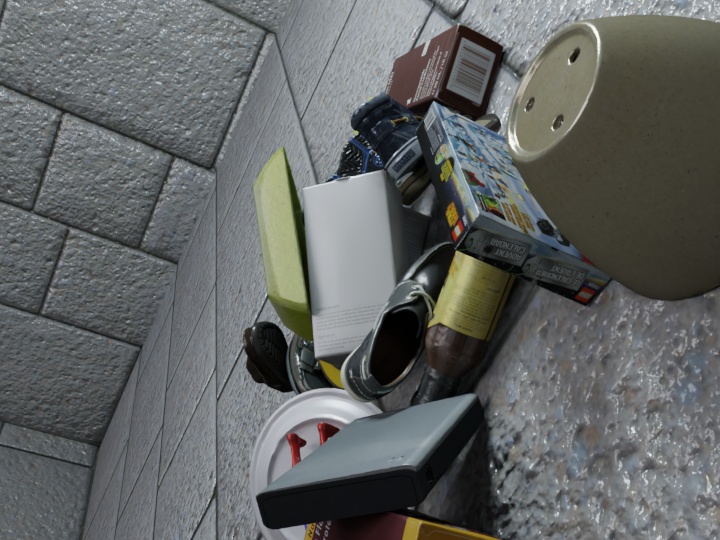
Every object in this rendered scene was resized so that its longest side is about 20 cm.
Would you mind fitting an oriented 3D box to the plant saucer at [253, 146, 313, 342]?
[{"bbox_3d":[-0.091,-0.019,0.966,0.200,0.047,0.203,82,178,-73],"label":"plant saucer"}]

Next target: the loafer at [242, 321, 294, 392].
[{"bbox_3d":[-0.136,0.138,1.134,0.201,0.070,0.074,66,-164,-59],"label":"loafer"}]

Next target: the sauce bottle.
[{"bbox_3d":[0.100,0.048,0.757,0.203,0.064,0.065,-69,20,7],"label":"sauce bottle"}]

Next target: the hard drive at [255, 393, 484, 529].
[{"bbox_3d":[0.018,0.157,0.664,0.138,0.200,0.033,-17,89,22],"label":"hard drive"}]

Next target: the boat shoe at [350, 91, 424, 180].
[{"bbox_3d":[0.052,-0.170,0.943,0.071,0.091,0.200,-41,-2,18],"label":"boat shoe"}]

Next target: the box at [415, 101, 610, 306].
[{"bbox_3d":[0.128,-0.065,0.689,0.040,0.135,0.201,-57,23,29],"label":"box"}]

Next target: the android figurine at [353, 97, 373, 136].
[{"bbox_3d":[0.005,-0.162,1.170,0.183,0.040,0.203,98,180,-68],"label":"android figurine"}]

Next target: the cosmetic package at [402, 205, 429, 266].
[{"bbox_3d":[0.019,-0.026,1.058,0.199,0.050,0.084,-18,54,65],"label":"cosmetic package"}]

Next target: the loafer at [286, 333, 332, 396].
[{"bbox_3d":[-0.064,0.104,1.128,0.063,0.071,0.201,-50,26,30],"label":"loafer"}]

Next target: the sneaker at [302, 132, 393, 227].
[{"bbox_3d":[-0.001,-0.121,1.049,0.200,0.076,0.077,-46,-18,-5],"label":"sneaker"}]

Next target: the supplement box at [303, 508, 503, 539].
[{"bbox_3d":[0.033,0.293,0.608,0.199,0.131,0.200,-18,55,64],"label":"supplement box"}]

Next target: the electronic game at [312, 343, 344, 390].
[{"bbox_3d":[-0.022,0.058,1.015,0.199,0.041,0.204,10,101,62],"label":"electronic game"}]

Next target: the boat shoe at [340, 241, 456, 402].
[{"bbox_3d":[0.058,0.048,0.799,0.201,0.072,0.068,-52,0,-24],"label":"boat shoe"}]

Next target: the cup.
[{"bbox_3d":[0.189,-0.098,0.554,0.201,0.141,0.202,-52,26,39],"label":"cup"}]

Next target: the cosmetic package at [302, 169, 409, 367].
[{"bbox_3d":[0.000,0.000,0.895,0.085,0.106,0.204,36,-132,-67],"label":"cosmetic package"}]

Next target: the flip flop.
[{"bbox_3d":[0.106,-0.118,0.905,0.081,0.058,0.200,-35,-3,-33],"label":"flip flop"}]

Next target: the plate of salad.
[{"bbox_3d":[-0.030,0.229,0.833,0.197,0.048,0.204,-3,82,24],"label":"plate of salad"}]

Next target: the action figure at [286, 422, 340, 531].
[{"bbox_3d":[-0.023,0.265,0.770,0.064,0.099,0.203,-22,53,20],"label":"action figure"}]

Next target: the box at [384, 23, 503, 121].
[{"bbox_3d":[0.098,-0.242,1.025,0.200,0.074,0.102,2,73,71],"label":"box"}]
